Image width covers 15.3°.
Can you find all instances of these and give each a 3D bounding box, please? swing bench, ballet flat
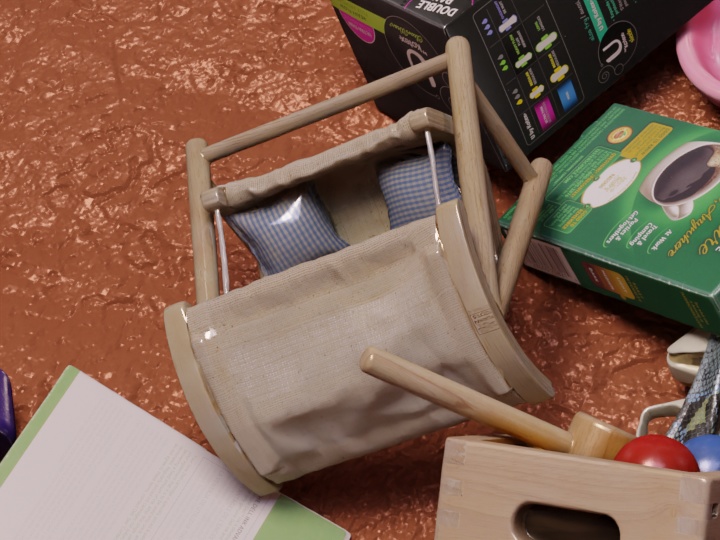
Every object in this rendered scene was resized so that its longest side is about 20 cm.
[{"bbox_3d":[0.000,0.000,1.571,0.198,0.130,0.201,-20,40,24],"label":"swing bench"},{"bbox_3d":[0.202,0.075,1.578,0.074,0.074,0.200,15,57,20],"label":"ballet flat"}]

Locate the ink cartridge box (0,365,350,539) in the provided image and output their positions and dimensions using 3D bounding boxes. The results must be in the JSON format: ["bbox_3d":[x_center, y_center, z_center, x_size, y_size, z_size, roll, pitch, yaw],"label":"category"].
[{"bbox_3d":[-0.126,0.165,1.578,0.200,0.048,0.146,31,56,1],"label":"ink cartridge box"}]

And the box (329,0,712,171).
[{"bbox_3d":[0.102,-0.186,1.722,0.200,0.125,0.148,-40,38,-16],"label":"box"}]

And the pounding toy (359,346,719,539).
[{"bbox_3d":[0.121,0.125,1.442,0.199,0.184,0.143,7,92,32],"label":"pounding toy"}]

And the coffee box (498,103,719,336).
[{"bbox_3d":[0.189,-0.032,1.625,0.123,0.044,0.200,-45,35,-20],"label":"coffee box"}]

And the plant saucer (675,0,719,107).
[{"bbox_3d":[0.299,-0.169,1.706,0.200,0.051,0.201,-25,39,22],"label":"plant saucer"}]

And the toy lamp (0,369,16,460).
[{"bbox_3d":[-0.244,0.148,1.613,0.058,0.058,0.201,1,56,11],"label":"toy lamp"}]
